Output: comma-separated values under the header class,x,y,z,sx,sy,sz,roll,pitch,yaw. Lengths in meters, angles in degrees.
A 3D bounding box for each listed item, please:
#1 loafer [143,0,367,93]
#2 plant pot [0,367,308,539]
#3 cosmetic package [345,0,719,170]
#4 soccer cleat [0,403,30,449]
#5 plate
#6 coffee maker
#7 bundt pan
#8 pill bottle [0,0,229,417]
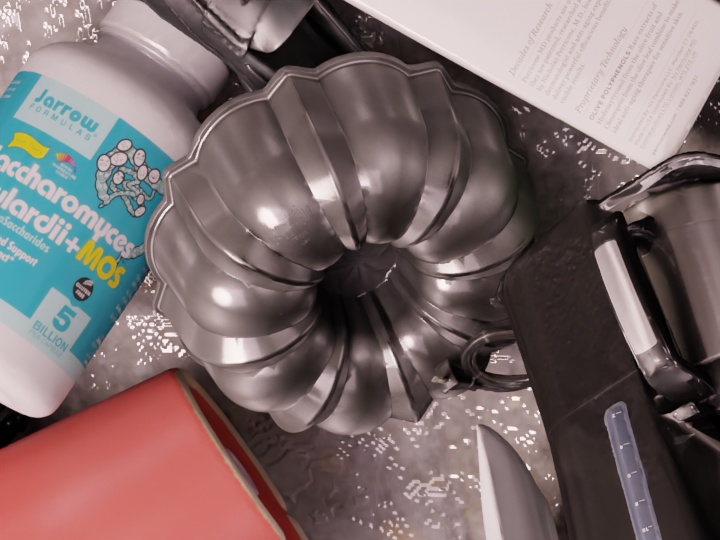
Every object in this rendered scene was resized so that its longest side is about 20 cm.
class,x,y,z,sx,sy,sz,roll,pitch,yaw
loafer,-0.048,-0.128,1.174,0.070,0.068,0.201,-12,127,49
plant pot,-0.128,0.156,1.267,0.177,0.200,0.201,-35,99,0
cosmetic package,0.074,-0.129,1.121,0.200,0.108,0.085,29,97,6
soccer cleat,-0.228,0.082,1.350,0.073,0.068,0.200,36,121,9
plate,0.093,0.202,1.187,0.032,0.200,0.200,-11,146,0
coffee maker,0.139,0.082,1.073,0.134,0.201,0.192,7,142,-24
bundt pan,0.000,0.000,1.173,0.201,0.076,0.202,-10,126,-13
pill bottle,-0.147,-0.036,1.203,0.111,0.111,0.200,31,78,3
